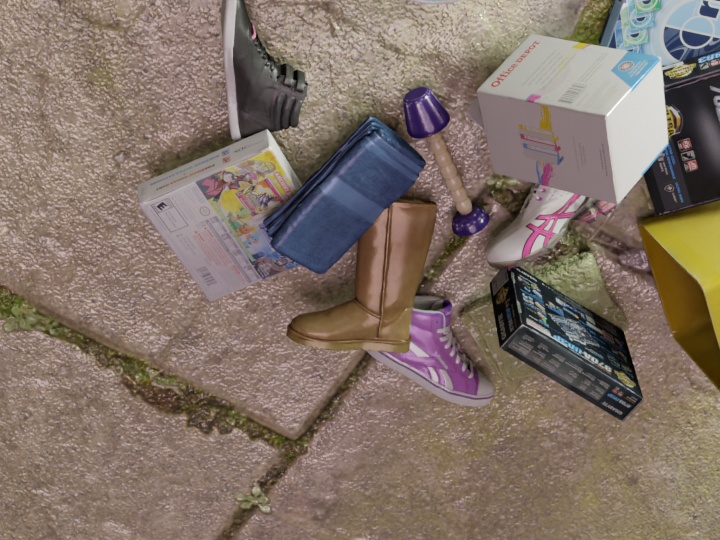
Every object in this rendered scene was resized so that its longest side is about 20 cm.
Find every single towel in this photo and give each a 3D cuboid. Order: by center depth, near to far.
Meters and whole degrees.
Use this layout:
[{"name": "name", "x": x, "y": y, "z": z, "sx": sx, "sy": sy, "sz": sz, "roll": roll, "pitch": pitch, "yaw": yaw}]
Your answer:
[{"name": "towel", "x": -0.019, "y": -0.090, "z": 1.663, "sx": 0.200, "sy": 0.049, "sz": 0.112, "roll": -46, "pitch": 132, "yaw": 12}, {"name": "towel", "x": 0.248, "y": 0.066, "z": 1.832, "sx": 0.200, "sy": 0.037, "sz": 0.149, "roll": -26, "pitch": 117, "yaw": 13}]

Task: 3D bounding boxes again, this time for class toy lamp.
[{"name": "toy lamp", "x": 0.104, "y": -0.137, "z": 1.696, "sx": 0.058, "sy": 0.058, "sz": 0.200, "roll": -19, "pitch": 121, "yaw": 8}]

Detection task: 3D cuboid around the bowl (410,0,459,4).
[{"name": "bowl", "x": 0.084, "y": -0.409, "z": 1.498, "sx": 0.200, "sy": 0.105, "sz": 0.201, "roll": 3, "pitch": 126, "yaw": 4}]

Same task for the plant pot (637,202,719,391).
[{"name": "plant pot", "x": 0.496, "y": 0.020, "z": 1.737, "sx": 0.176, "sy": 0.200, "sz": 0.200, "roll": -24, "pitch": 119, "yaw": -1}]

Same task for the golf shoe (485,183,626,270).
[{"name": "golf shoe", "x": 0.236, "y": -0.080, "z": 1.730, "sx": 0.200, "sy": 0.073, "sz": 0.092, "roll": -35, "pitch": 110, "yaw": 6}]

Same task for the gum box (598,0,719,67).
[{"name": "gum box", "x": 0.406, "y": -0.322, "z": 1.607, "sx": 0.199, "sy": 0.045, "sz": 0.170, "roll": 11, "pitch": 120, "yaw": -8}]

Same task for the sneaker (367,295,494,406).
[{"name": "sneaker", "x": 0.116, "y": 0.104, "z": 1.828, "sx": 0.200, "sy": 0.073, "sz": 0.114, "roll": 27, "pitch": 114, "yaw": -17}]

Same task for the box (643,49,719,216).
[{"name": "box", "x": 0.435, "y": -0.174, "z": 1.662, "sx": 0.198, "sy": 0.050, "sz": 0.200, "roll": -14, "pitch": 131, "yaw": 15}]

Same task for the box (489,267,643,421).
[{"name": "box", "x": 0.262, "y": 0.088, "z": 1.734, "sx": 0.200, "sy": 0.159, "sz": 0.046, "roll": 30, "pitch": 116, "yaw": -17}]

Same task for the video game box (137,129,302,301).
[{"name": "video game box", "x": -0.154, "y": -0.066, "z": 1.703, "sx": 0.182, "sy": 0.047, "sz": 0.200, "roll": -20, "pitch": 135, "yaw": 11}]

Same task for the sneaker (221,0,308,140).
[{"name": "sneaker", "x": -0.114, "y": -0.250, "z": 1.614, "sx": 0.099, "sy": 0.071, "sz": 0.201, "roll": -4, "pitch": 126, "yaw": -2}]

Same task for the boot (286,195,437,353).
[{"name": "boot", "x": 0.000, "y": 0.000, "z": 1.743, "sx": 0.174, "sy": 0.066, "sz": 0.201, "roll": 3, "pitch": 105, "yaw": -16}]

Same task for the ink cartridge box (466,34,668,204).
[{"name": "ink cartridge box", "x": 0.240, "y": -0.183, "z": 1.590, "sx": 0.200, "sy": 0.129, "sz": 0.126, "roll": 18, "pitch": 140, "yaw": 36}]
